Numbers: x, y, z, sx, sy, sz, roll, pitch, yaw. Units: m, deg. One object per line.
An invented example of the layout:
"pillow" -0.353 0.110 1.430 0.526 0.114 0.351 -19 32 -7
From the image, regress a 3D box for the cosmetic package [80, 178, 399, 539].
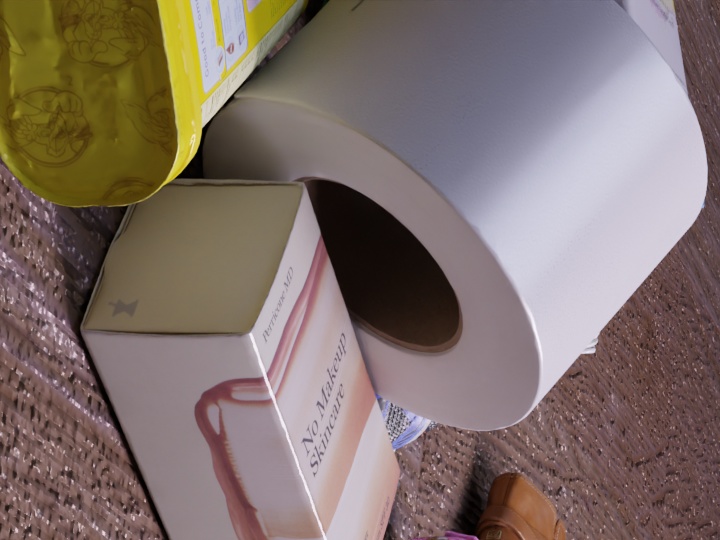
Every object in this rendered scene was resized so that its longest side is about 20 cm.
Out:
"cosmetic package" -0.051 0.062 1.319 0.201 0.087 0.104 70 28 -43

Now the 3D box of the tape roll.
"tape roll" 0.044 -0.044 1.323 0.139 0.202 0.203 -45 138 -27

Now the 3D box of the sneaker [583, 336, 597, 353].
"sneaker" 0.081 0.028 1.661 0.200 0.115 0.074 -50 138 -60

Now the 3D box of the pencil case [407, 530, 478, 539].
"pencil case" 0.042 0.249 1.597 0.087 0.082 0.201 147 -56 -80

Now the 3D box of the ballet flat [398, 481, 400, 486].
"ballet flat" 0.003 0.028 1.505 0.068 0.068 0.201 25 66 -70

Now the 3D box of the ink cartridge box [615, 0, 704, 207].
"ink cartridge box" 0.103 -0.133 1.628 0.147 0.145 0.201 31 50 -68

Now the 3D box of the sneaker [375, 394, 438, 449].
"sneaker" 0.000 0.000 1.447 0.075 0.078 0.201 -146 -129 -84

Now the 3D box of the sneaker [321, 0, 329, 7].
"sneaker" 0.041 -0.080 1.503 0.201 0.078 0.085 63 -8 9

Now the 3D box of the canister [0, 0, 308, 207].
"canister" -0.091 -0.133 1.214 0.200 0.086 0.149 -55 140 -61

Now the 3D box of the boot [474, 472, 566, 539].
"boot" 0.111 0.242 1.811 0.201 0.073 0.155 74 21 -44
